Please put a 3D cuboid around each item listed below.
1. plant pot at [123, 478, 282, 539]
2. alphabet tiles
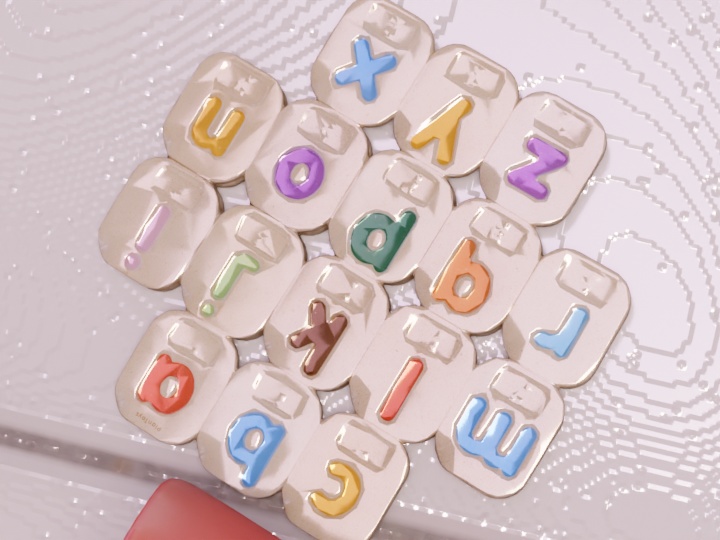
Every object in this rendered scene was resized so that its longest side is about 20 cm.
[{"bbox_3d":[-0.026,0.194,0.754,0.177,0.200,0.201,23,86,3],"label":"plant pot"},{"bbox_3d":[0.000,0.000,0.859,0.200,0.015,0.196,30,87,12],"label":"alphabet tiles"}]
